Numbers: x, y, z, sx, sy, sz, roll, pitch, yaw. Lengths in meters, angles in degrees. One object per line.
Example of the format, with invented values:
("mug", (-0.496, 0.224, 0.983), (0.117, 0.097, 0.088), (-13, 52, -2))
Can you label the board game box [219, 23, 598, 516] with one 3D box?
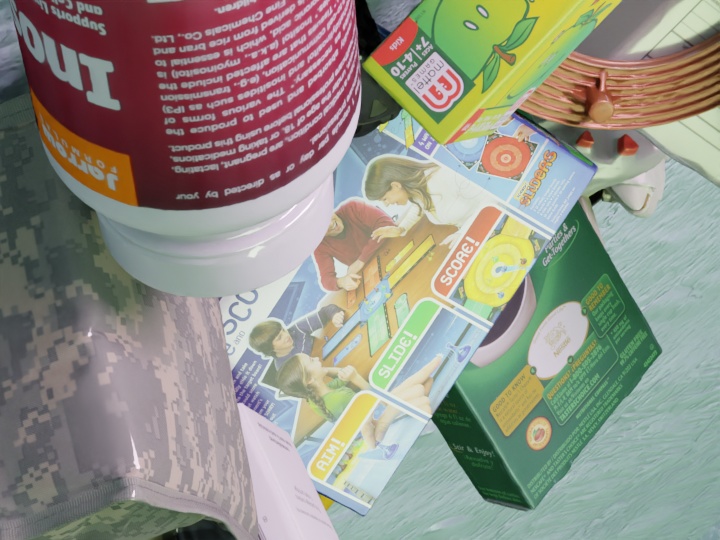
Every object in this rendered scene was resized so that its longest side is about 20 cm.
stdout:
("board game box", (0.000, 0.000, 1.181), (0.135, 0.034, 0.200), (30, 99, -28))

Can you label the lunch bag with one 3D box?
("lunch bag", (-0.110, 0.040, 1.004), (0.117, 0.164, 0.200), (-18, 163, 14))

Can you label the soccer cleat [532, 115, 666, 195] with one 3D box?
("soccer cleat", (0.083, -0.058, 1.377), (0.200, 0.069, 0.078), (-18, 160, -33))

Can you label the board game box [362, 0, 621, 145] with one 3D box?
("board game box", (0.095, -0.138, 1.027), (0.200, 0.048, 0.102), (-46, 173, 13))

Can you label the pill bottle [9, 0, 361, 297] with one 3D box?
("pill bottle", (-0.057, -0.086, 0.843), (0.113, 0.113, 0.200), (-32, 144, -21))

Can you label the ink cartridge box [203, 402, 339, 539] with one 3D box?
("ink cartridge box", (-0.063, 0.182, 1.106), (0.146, 0.200, 0.084), (-28, 162, 7))

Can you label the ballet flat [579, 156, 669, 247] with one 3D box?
("ballet flat", (0.132, -0.043, 1.499), (0.200, 0.073, 0.073), (-43, 163, 12))

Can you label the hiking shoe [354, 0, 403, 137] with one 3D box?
("hiking shoe", (-0.051, -0.087, 1.038), (0.101, 0.076, 0.200), (-25, 164, 14))

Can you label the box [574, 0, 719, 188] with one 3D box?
("box", (0.200, -0.151, 1.211), (0.128, 0.109, 0.200), (31, 116, -32))

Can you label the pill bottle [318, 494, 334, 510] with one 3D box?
("pill bottle", (-0.053, 0.078, 1.284), (0.200, 0.112, 0.112), (-47, 169, -29))

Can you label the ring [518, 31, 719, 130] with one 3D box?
("ring", (0.128, -0.142, 1.120), (0.200, 0.019, 0.201), (-6, 129, -8))

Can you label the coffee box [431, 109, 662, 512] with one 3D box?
("coffee box", (0.064, 0.007, 1.278), (0.044, 0.200, 0.123), (8, -131, 50))
